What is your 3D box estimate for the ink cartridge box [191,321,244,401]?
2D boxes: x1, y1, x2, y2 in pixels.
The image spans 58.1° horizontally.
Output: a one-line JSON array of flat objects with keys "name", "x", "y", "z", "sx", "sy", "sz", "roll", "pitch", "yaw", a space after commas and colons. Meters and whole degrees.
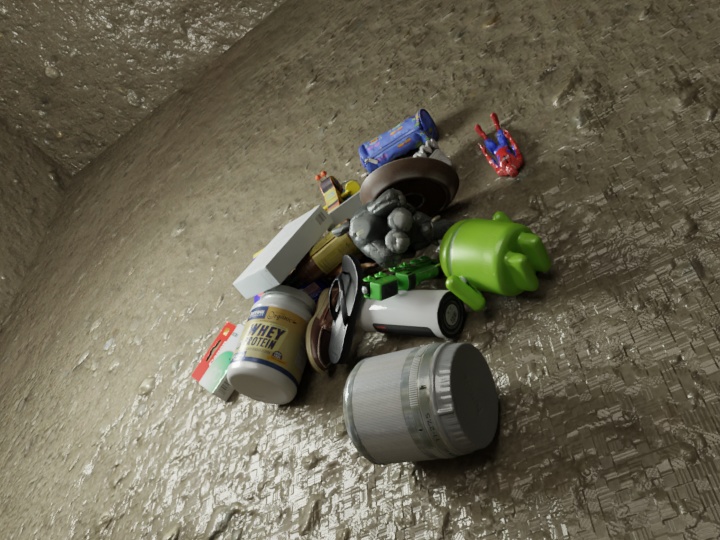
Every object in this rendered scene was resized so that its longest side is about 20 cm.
[{"name": "ink cartridge box", "x": -0.319, "y": 0.193, "z": 1.486, "sx": 0.198, "sy": 0.050, "sz": 0.162, "roll": 16, "pitch": 67, "yaw": 50}]

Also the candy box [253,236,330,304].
[{"name": "candy box", "x": -0.159, "y": 0.006, "z": 1.473, "sx": 0.167, "sy": 0.077, "sz": 0.202, "roll": -32, "pitch": 37, "yaw": 16}]

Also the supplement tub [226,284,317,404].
[{"name": "supplement tub", "x": -0.169, "y": 0.146, "z": 1.289, "sx": 0.142, "sy": 0.144, "sz": 0.203, "roll": -13, "pitch": 47, "yaw": 38}]

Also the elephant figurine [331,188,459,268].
[{"name": "elephant figurine", "x": 0.081, "y": -0.072, "z": 1.196, "sx": 0.156, "sy": 0.199, "sz": 0.142, "roll": 48, "pitch": 116, "yaw": 20}]

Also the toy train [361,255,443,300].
[{"name": "toy train", "x": 0.081, "y": 0.013, "z": 1.154, "sx": 0.056, "sy": 0.043, "sz": 0.198, "roll": 12, "pitch": 22, "yaw": 41}]

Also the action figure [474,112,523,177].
[{"name": "action figure", "x": 0.277, "y": -0.244, "z": 1.291, "sx": 0.065, "sy": 0.052, "sz": 0.202, "roll": -30, "pitch": 40, "yaw": 15}]

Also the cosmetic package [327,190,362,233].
[{"name": "cosmetic package", "x": 0.006, "y": -0.150, "z": 1.423, "sx": 0.198, "sy": 0.051, "sz": 0.083, "roll": -36, "pitch": 5, "yaw": -4}]

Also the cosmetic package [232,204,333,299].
[{"name": "cosmetic package", "x": -0.160, "y": -0.038, "z": 1.346, "sx": 0.150, "sy": 0.052, "sz": 0.201, "roll": -19, "pitch": 27, "yaw": 51}]

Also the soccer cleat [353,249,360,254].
[{"name": "soccer cleat", "x": -0.014, "y": -0.052, "z": 1.376, "sx": 0.198, "sy": 0.065, "sz": 0.084, "roll": -20, "pitch": 28, "yaw": 49}]

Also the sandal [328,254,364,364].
[{"name": "sandal", "x": -0.034, "y": 0.070, "z": 1.191, "sx": 0.076, "sy": 0.042, "sz": 0.205, "roll": 0, "pitch": 81, "yaw": 63}]

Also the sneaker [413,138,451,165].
[{"name": "sneaker", "x": 0.115, "y": -0.187, "z": 1.350, "sx": 0.200, "sy": 0.081, "sz": 0.075, "roll": -46, "pitch": -6, "yaw": -19}]

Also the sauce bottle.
[{"name": "sauce bottle", "x": -0.082, "y": -0.022, "z": 1.322, "sx": 0.199, "sy": 0.066, "sz": 0.067, "roll": -37, "pitch": 36, "yaw": 15}]

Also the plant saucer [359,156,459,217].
[{"name": "plant saucer", "x": 0.097, "y": -0.144, "z": 1.258, "sx": 0.198, "sy": 0.199, "sz": 0.033, "roll": -24, "pitch": 57, "yaw": 28}]

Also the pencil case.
[{"name": "pencil case", "x": 0.083, "y": -0.296, "z": 1.513, "sx": 0.198, "sy": 0.079, "sz": 0.087, "roll": -27, "pitch": 10, "yaw": 27}]

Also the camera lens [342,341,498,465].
[{"name": "camera lens", "x": 0.084, "y": 0.197, "z": 0.958, "sx": 0.197, "sy": 0.160, "sz": 0.162, "roll": -17, "pitch": 44, "yaw": 34}]

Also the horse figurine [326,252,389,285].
[{"name": "horse figurine", "x": 0.000, "y": 0.000, "z": 1.292, "sx": 0.130, "sy": 0.051, "sz": 0.200, "roll": -20, "pitch": 17, "yaw": -6}]

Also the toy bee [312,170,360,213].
[{"name": "toy bee", "x": -0.068, "y": -0.174, "z": 1.530, "sx": 0.131, "sy": 0.109, "sz": 0.200, "roll": -46, "pitch": 35, "yaw": 3}]

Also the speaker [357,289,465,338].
[{"name": "speaker", "x": 0.085, "y": 0.074, "z": 1.149, "sx": 0.198, "sy": 0.081, "sz": 0.082, "roll": 0, "pitch": 55, "yaw": 45}]

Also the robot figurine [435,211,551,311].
[{"name": "robot figurine", "x": 0.213, "y": -0.024, "z": 1.075, "sx": 0.198, "sy": 0.116, "sz": 0.176, "roll": 11, "pitch": 56, "yaw": 49}]

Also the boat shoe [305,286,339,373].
[{"name": "boat shoe", "x": -0.053, "y": 0.107, "z": 1.272, "sx": 0.071, "sy": 0.072, "sz": 0.202, "roll": -20, "pitch": 35, "yaw": 30}]
